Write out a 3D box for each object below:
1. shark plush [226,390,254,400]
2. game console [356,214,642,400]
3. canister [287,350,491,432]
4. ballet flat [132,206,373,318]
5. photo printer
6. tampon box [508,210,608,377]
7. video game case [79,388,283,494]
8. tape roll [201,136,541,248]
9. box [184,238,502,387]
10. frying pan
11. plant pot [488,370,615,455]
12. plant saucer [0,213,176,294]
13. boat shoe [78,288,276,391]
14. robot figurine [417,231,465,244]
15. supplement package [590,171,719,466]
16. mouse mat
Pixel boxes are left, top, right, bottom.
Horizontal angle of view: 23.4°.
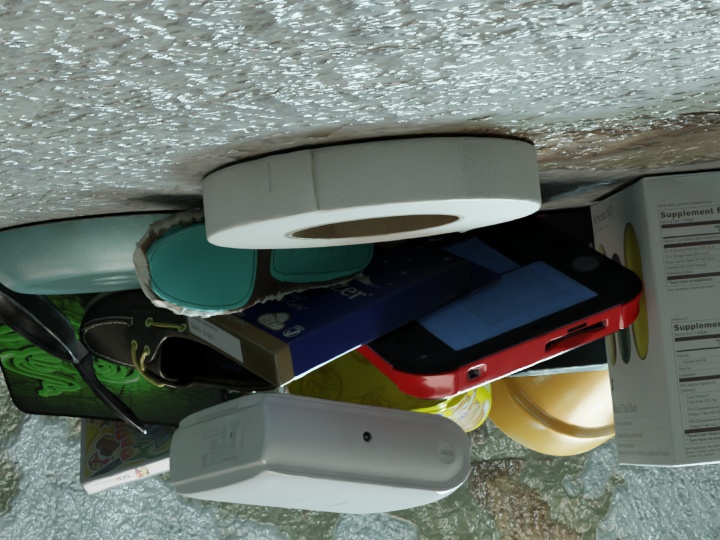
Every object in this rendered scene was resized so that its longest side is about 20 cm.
[{"bbox_3d":[-0.139,0.072,1.432,0.083,0.092,0.199,27,160,-39],"label":"shark plush"},{"bbox_3d":[0.082,0.018,1.236,0.198,0.031,0.177,-19,-148,-22],"label":"game console"},{"bbox_3d":[0.031,0.091,1.465,0.147,0.088,0.200,-6,167,11],"label":"canister"},{"bbox_3d":[-0.079,-0.010,1.140,0.199,0.073,0.071,-4,175,-43],"label":"ballet flat"},{"bbox_3d":[-0.025,0.145,1.337,0.198,0.070,0.166,10,162,-31],"label":"photo printer"},{"bbox_3d":[0.219,0.016,1.438,0.198,0.128,0.150,-5,175,-3],"label":"tampon box"},{"bbox_3d":[-0.158,0.093,1.517,0.180,0.201,0.023,-17,130,7],"label":"video game case"},{"bbox_3d":[0.007,-0.043,1.017,0.200,0.038,0.203,-6,176,0],"label":"tape roll"},{"bbox_3d":[-0.011,0.013,1.217,0.199,0.033,0.121,-24,-151,-30],"label":"box"},{"bbox_3d":[-0.227,0.051,1.303,0.189,0.031,0.115,36,164,-3],"label":"frying pan"},{"bbox_3d":[0.226,0.058,1.700,0.198,0.202,0.183,-3,159,-28],"label":"plant pot"},{"bbox_3d":[-0.174,-0.009,1.219,0.198,0.036,0.200,-6,176,0],"label":"plant saucer"},{"bbox_3d":[-0.134,0.053,1.291,0.199,0.072,0.061,0,-137,30],"label":"boat shoe"},{"bbox_3d":[0.000,0.000,1.386,0.198,0.059,0.145,-6,176,5],"label":"robot figurine"},{"bbox_3d":[0.267,0.036,1.274,0.149,0.202,0.152,-5,175,-7],"label":"supplement package"},{"bbox_3d":[-0.205,0.064,1.382,0.198,0.162,0.008,4,-139,16],"label":"mouse mat"}]
